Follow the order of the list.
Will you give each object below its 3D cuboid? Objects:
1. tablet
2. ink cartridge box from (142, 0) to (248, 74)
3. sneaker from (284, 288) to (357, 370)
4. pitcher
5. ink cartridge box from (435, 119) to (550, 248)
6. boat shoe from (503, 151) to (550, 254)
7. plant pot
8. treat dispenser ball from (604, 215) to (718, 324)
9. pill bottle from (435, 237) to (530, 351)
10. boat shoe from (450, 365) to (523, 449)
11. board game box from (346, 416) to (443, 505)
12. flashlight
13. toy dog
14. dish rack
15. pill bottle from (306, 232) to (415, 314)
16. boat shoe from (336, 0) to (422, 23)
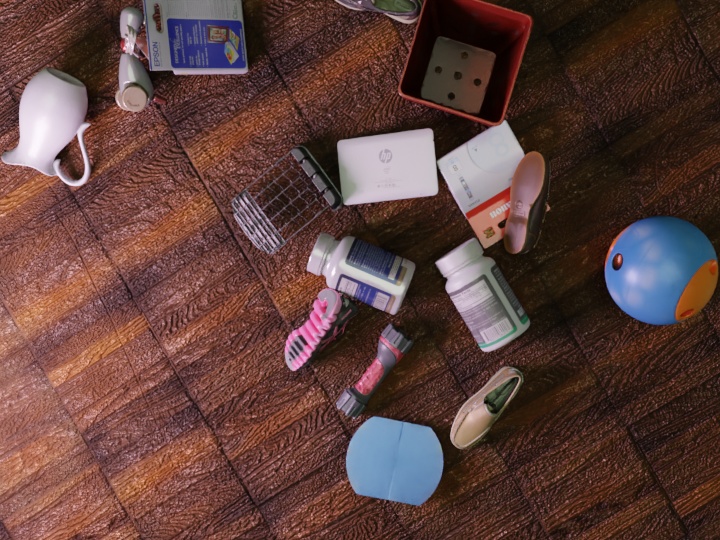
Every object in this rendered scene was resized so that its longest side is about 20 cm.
[{"bbox_3d":[0.053,-0.206,1.502,0.197,0.014,0.132,-5,92,13],"label":"tablet"},{"bbox_3d":[-0.325,-0.485,1.468,0.197,0.047,0.201,-6,94,-25],"label":"ink cartridge box"},{"bbox_3d":[-0.075,0.128,1.513,0.201,0.095,0.079,-52,50,23],"label":"sneaker"},{"bbox_3d":[-0.602,-0.283,1.509,0.170,0.121,0.202,23,105,-19],"label":"pitcher"},{"bbox_3d":[0.264,-0.170,1.493,0.159,0.047,0.202,-30,89,4],"label":"ink cartridge box"},{"bbox_3d":[0.330,-0.131,1.468,0.070,0.070,0.203,29,115,42],"label":"boat shoe"},{"bbox_3d":[0.192,-0.385,1.422,0.197,0.176,0.203,18,94,3],"label":"plant pot"},{"bbox_3d":[0.561,0.000,1.408,0.197,0.201,0.204,0,93,3],"label":"treat dispenser ball"},{"bbox_3d":[0.236,0.046,1.472,0.112,0.113,0.202,-31,91,4],"label":"pill bottle"},{"bbox_3d":[0.250,0.276,1.500,0.071,0.076,0.201,35,94,1],"label":"boat shoe"},{"bbox_3d":[0.069,0.384,1.536,0.197,0.039,0.161,11,88,-3],"label":"board game box"},{"bbox_3d":[0.025,0.203,1.513,0.067,0.068,0.201,37,93,0],"label":"flashlight"},{"bbox_3d":[-0.427,-0.403,1.487,0.095,0.132,0.202,-2,128,-28],"label":"toy dog"},{"bbox_3d":[-0.153,-0.138,1.513,0.199,0.055,0.154,-38,87,6],"label":"dish rack"},{"bbox_3d":[0.000,0.000,1.483,0.198,0.111,0.112,23,94,2],"label":"pill bottle"},{"bbox_3d":[0.028,-0.544,1.478,0.198,0.066,0.073,20,94,2],"label":"boat shoe"}]
